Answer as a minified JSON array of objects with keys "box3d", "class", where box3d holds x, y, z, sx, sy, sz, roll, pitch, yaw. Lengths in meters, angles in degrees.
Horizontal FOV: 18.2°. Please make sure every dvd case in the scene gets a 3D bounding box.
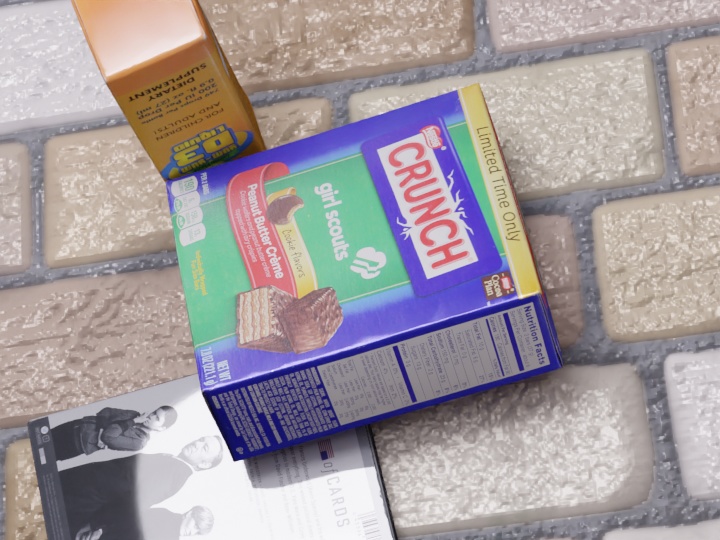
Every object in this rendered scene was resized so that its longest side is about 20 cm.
[{"box3d":[-0.087,0.132,1.313,0.200,0.025,0.151,-15,66,4],"class":"dvd case"}]

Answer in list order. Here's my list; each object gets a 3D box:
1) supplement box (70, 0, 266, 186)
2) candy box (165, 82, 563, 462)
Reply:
[{"box3d":[-0.106,-0.105,1.318,0.066,0.200,0.069,-24,68,1],"class":"supplement box"},{"box3d":[0.000,0.000,1.302,0.200,0.077,0.169,-16,49,3],"class":"candy box"}]
